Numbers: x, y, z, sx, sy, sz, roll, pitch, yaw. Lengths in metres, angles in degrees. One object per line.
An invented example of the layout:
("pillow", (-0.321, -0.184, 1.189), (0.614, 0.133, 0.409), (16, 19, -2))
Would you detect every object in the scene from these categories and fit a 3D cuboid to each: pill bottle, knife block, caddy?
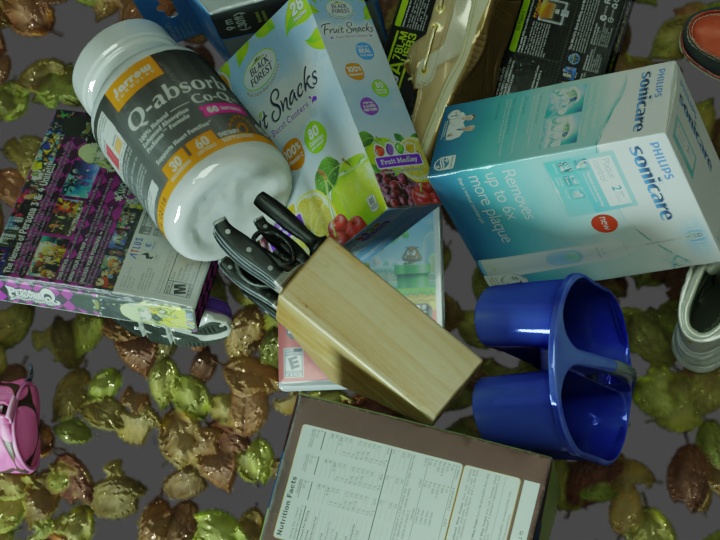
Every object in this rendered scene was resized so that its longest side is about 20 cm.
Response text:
("pill bottle", (-0.150, -0.111, 1.643), (0.116, 0.116, 0.200), (-38, 56, -2))
("knife block", (-0.021, 0.021, 1.535), (0.064, 0.176, 0.200), (-49, 36, -15))
("caddy", (0.164, 0.079, 1.584), (0.104, 0.200, 0.143), (-2, 79, 24))

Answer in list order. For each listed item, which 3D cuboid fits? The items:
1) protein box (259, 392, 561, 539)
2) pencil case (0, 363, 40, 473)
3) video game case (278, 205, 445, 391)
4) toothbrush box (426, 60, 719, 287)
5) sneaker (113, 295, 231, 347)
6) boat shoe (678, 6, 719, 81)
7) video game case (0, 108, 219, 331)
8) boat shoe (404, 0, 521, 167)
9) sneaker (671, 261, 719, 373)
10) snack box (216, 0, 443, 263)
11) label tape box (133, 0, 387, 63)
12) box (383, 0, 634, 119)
("protein box", (0.042, 0.199, 1.565), (0.199, 0.199, 0.136), (14, 79, 10))
("pencil case", (-0.368, 0.124, 1.691), (0.198, 0.094, 0.091), (-1, 78, 8))
("video game case", (0.000, 0.000, 1.708), (0.142, 0.017, 0.202), (-3, 77, 7))
("toothbrush box", (0.175, -0.069, 1.579), (0.199, 0.147, 0.086), (-9, 44, 25))
("sneaker", (-0.195, -0.001, 1.707), (0.199, 0.081, 0.084), (24, 68, 8))
("boat shoe", (0.365, -0.184, 1.678), (0.199, 0.063, 0.072), (15, 82, 12))
("video game case", (-0.198, -0.046, 1.687), (0.180, 0.036, 0.201), (9, 49, 7))
("boat shoe", (0.073, -0.171, 1.657), (0.069, 0.074, 0.201), (16, 81, 30))
("sneaker", (0.321, -0.013, 1.620), (0.073, 0.116, 0.201), (31, 82, 15))
("snack box", (-0.035, -0.105, 1.644), (0.067, 0.169, 0.201), (-7, 69, -39))
("label tape box", (-0.086, -0.220, 1.700), (0.199, 0.143, 0.067), (-17, 70, 3))
("box", (0.123, -0.200, 1.712), (0.192, 0.048, 0.201), (13, 76, 16))
